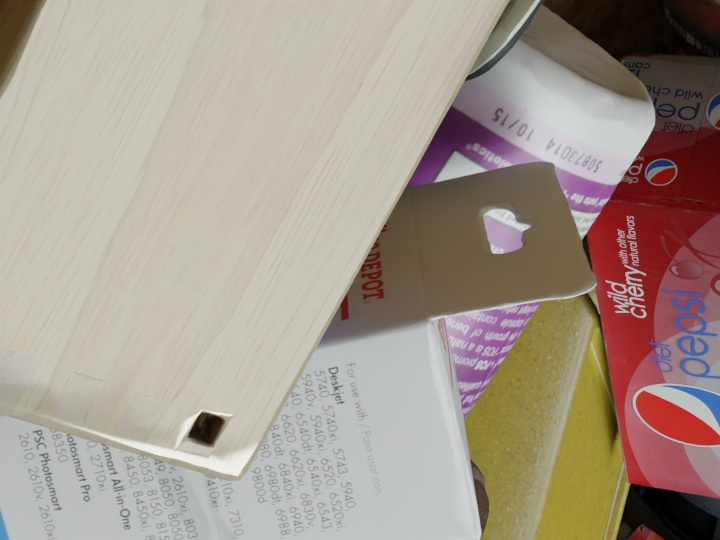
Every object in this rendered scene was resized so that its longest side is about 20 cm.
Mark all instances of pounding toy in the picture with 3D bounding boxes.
[{"bbox_3d":[-0.046,-0.081,0.540,0.142,0.200,0.185,21,106,-33],"label":"pounding toy"}]

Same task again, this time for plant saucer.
[{"bbox_3d":[0.062,0.101,0.837,0.200,0.048,0.201,62,42,-62],"label":"plant saucer"}]

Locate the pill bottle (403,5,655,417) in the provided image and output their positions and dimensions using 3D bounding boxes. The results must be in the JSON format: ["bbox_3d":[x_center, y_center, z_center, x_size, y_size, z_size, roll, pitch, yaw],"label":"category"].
[{"bbox_3d":[0.000,0.000,0.714,0.112,0.112,0.201,12,115,-52],"label":"pill bottle"}]

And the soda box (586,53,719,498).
[{"bbox_3d":[0.128,0.009,0.810,0.201,0.063,0.070,72,31,-53],"label":"soda box"}]

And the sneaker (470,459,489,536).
[{"bbox_3d":[-0.035,0.123,0.653,0.199,0.076,0.071,-22,151,-25],"label":"sneaker"}]

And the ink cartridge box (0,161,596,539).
[{"bbox_3d":[-0.032,0.034,0.605,0.198,0.116,0.068,-12,110,3],"label":"ink cartridge box"}]

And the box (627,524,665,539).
[{"bbox_3d":[0.139,0.221,1.057,0.095,0.099,0.200,-45,159,-21],"label":"box"}]

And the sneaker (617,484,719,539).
[{"bbox_3d":[0.170,0.110,1.040,0.079,0.078,0.201,-41,147,-18],"label":"sneaker"}]

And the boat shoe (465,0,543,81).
[{"bbox_3d":[0.055,-0.146,0.630,0.068,0.071,0.201,24,84,-69],"label":"boat shoe"}]

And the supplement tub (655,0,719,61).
[{"bbox_3d":[0.171,-0.071,0.833,0.107,0.107,0.201,-37,144,-14],"label":"supplement tub"}]
